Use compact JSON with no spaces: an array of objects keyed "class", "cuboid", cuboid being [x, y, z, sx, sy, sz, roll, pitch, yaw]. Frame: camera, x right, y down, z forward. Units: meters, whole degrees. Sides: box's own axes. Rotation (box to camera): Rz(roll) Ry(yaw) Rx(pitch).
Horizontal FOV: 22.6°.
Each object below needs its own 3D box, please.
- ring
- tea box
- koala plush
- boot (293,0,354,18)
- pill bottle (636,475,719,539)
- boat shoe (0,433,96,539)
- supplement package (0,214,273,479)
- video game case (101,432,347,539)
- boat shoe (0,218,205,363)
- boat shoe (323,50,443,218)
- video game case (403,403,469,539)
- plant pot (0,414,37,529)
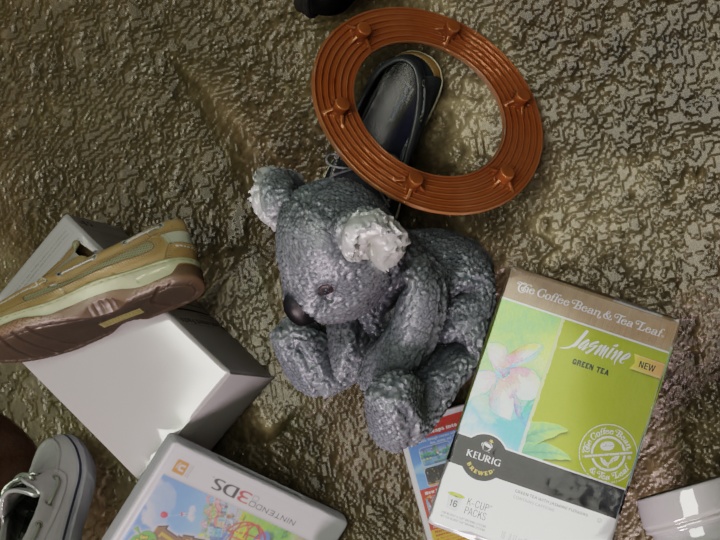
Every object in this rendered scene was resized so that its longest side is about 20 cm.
[{"class":"ring","cuboid":[0.057,-0.134,1.442,0.201,0.200,0.019,53,145,13]},{"class":"tea box","cuboid":[0.145,0.116,1.358,0.133,0.200,0.198,17,86,7]},{"class":"koala plush","cuboid":[0.000,0.000,1.407,0.184,0.200,0.177,-48,39,-12]},{"class":"boot","cuboid":[0.054,-0.271,1.490,0.158,0.079,0.212,36,97,16]},{"class":"pill bottle","cuboid":[0.278,0.262,1.375,0.111,0.111,0.201,-17,82,15]},{"class":"boat shoe","cuboid":[-0.268,0.197,1.506,0.067,0.200,0.074,37,111,-27]},{"class":"supplement package","cuboid":[-0.196,0.066,1.525,0.200,0.120,0.121,43,97,15]},{"class":"video game case","cuboid":[-0.134,0.254,1.486,0.182,0.022,0.200,29,98,-28]},{"class":"boat shoe","cuboid":[-0.223,0.013,1.447,0.199,0.072,0.076,-18,66,6]},{"class":"boat shoe","cuboid":[0.009,-0.092,1.503,0.074,0.062,0.201,25,96,15]},{"class":"video game case","cuboid":[0.122,0.204,1.474,0.142,0.017,0.201,-17,82,16]},{"class":"plant pot","cuboid":[-0.391,0.208,1.535,0.186,0.200,0.188,-1,86,16]}]
